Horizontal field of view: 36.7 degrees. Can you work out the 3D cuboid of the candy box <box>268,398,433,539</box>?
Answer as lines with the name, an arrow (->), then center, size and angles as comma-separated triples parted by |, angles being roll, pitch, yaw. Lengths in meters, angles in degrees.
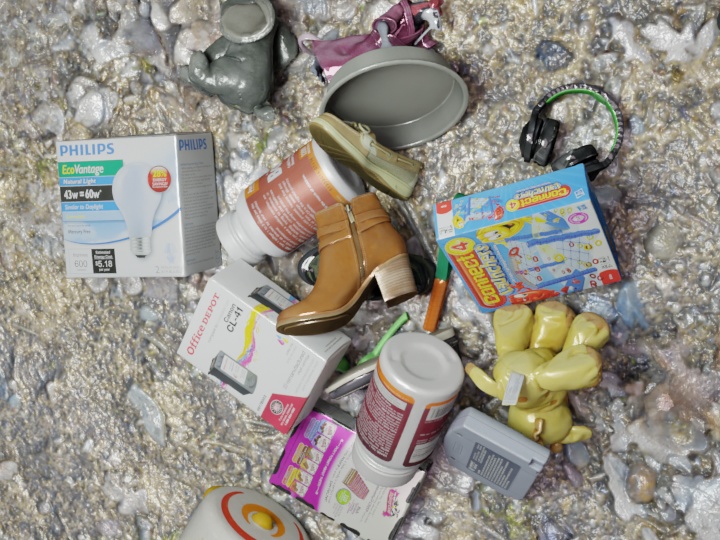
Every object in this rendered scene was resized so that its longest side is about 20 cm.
candy box -> -0.014, 0.292, 1.567 | 0.199, 0.061, 0.137 | 29, 101, 12

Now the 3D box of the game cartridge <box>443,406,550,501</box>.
game cartridge -> 0.176, 0.245, 1.448 | 0.133, 0.200, 0.042 | 32, 69, 13

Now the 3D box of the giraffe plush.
giraffe plush -> 0.241, 0.160, 1.432 | 0.172, 0.200, 0.163 | 15, 138, 34

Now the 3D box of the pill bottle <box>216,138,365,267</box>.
pill bottle -> -0.101, -0.091, 1.519 | 0.199, 0.112, 0.113 | -34, 87, 17

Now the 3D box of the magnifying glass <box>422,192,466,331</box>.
magnifying glass -> 0.116, -0.010, 1.492 | 0.022, 0.080, 0.201 | 16, 111, 16

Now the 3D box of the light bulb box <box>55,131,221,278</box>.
light bulb box -> -0.320, -0.096, 1.578 | 0.197, 0.125, 0.201 | -1, 97, 17

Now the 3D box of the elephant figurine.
elephant figurine -> -0.155, -0.329, 1.507 | 0.155, 0.141, 0.201 | 28, 88, -18

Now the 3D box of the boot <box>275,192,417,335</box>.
boot -> -0.037, -0.007, 1.430 | 0.199, 0.074, 0.155 | -19, 72, -10

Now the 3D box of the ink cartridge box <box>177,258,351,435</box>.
ink cartridge box -> -0.135, 0.105, 1.496 | 0.199, 0.086, 0.148 | 34, 120, 10

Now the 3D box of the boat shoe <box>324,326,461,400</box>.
boat shoe -> 0.049, 0.143, 1.502 | 0.199, 0.073, 0.063 | -23, 93, -7

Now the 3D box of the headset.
headset -> 0.258, -0.152, 1.415 | 0.123, 0.094, 0.200 | 37, 97, 9

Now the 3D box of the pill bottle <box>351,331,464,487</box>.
pill bottle -> 0.057, 0.189, 1.441 | 0.114, 0.114, 0.201 | 28, 130, 11

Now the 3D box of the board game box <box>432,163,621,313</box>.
board game box -> 0.217, -0.035, 1.392 | 0.195, 0.200, 0.056 | -15, 55, 18

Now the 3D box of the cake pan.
cake pan -> 0.042, -0.226, 1.431 | 0.199, 0.200, 0.037 | -17, 61, 18

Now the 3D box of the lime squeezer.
lime squeezer -> -0.019, 0.121, 1.561 | 0.199, 0.038, 0.071 | -17, 92, 19

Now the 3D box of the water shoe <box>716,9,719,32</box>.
water shoe -> 0.521, -0.364, 1.337 | 0.079, 0.072, 0.201 | 29, 104, -17

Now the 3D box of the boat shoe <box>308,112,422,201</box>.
boat shoe -> 0.010, -0.162, 1.445 | 0.073, 0.200, 0.063 | 22, 81, 49

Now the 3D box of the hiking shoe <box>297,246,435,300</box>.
hiking shoe -> 0.000, 0.000, 1.507 | 0.199, 0.101, 0.076 | 3, 97, 16

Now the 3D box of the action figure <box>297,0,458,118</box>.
action figure -> 0.038, -0.308, 1.473 | 0.200, 0.134, 0.149 | -42, 57, 17

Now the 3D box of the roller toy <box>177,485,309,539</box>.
roller toy -> -0.168, 0.406, 1.566 | 0.182, 0.200, 0.140 | 31, 104, -3
